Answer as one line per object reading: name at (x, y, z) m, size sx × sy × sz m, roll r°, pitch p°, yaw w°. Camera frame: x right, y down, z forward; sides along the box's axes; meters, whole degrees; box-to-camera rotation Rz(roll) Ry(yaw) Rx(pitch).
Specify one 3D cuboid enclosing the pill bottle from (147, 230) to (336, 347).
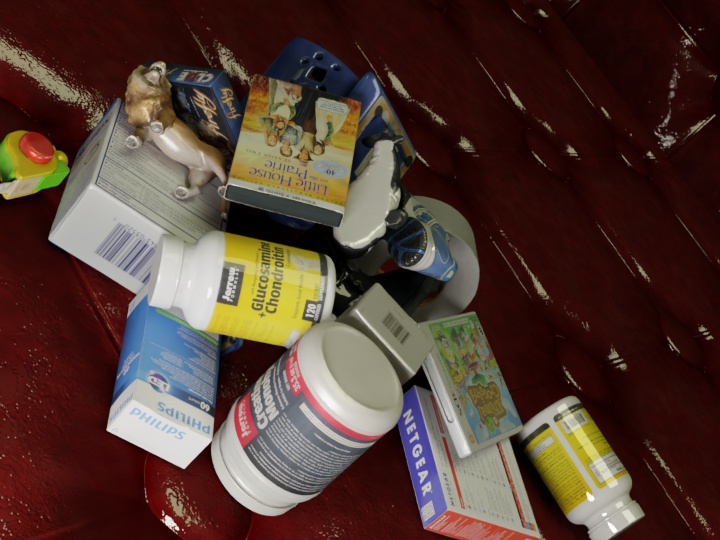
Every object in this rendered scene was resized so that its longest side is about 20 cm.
pill bottle at (-0.135, 0.019, 1.397) m, size 0.197 × 0.113 × 0.113 m, roll 12°, pitch 40°, yaw -16°

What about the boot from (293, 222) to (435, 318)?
boot at (0.000, 0.000, 1.571) m, size 0.168 × 0.076 × 0.200 m, roll 48°, pitch 36°, yaw -5°

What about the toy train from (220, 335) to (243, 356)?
toy train at (-0.155, 0.049, 1.566) m, size 0.046 × 0.034 × 0.201 m, roll 51°, pitch 26°, yaw -17°

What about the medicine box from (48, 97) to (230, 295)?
medicine box at (-0.261, -0.080, 1.509) m, size 0.181 × 0.103 × 0.201 m, roll 33°, pitch 31°, yaw -23°

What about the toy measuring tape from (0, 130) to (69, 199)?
toy measuring tape at (-0.406, -0.119, 1.402) m, size 0.074 × 0.074 × 0.199 m, roll 51°, pitch 29°, yaw 8°

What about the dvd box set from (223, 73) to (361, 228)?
dvd box set at (-0.079, -0.149, 1.507) m, size 0.144 × 0.030 × 0.202 m, roll 14°, pitch 48°, yaw -6°

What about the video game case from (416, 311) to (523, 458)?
video game case at (0.147, 0.150, 1.689) m, size 0.199 × 0.022 × 0.184 m, roll -5°, pitch 71°, yaw -62°

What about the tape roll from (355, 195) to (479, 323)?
tape roll at (0.069, -0.007, 1.755) m, size 0.199 × 0.200 × 0.067 m, roll 31°, pitch 32°, yaw -25°

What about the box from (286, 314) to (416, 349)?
box at (-0.027, 0.071, 1.634) m, size 0.200 × 0.101 × 0.113 m, roll 42°, pitch 30°, yaw -9°

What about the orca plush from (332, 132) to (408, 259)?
orca plush at (0.003, -0.083, 1.544) m, size 0.104 × 0.071 × 0.202 m, roll 7°, pitch 52°, yaw -7°

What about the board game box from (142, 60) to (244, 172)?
board game box at (-0.197, -0.174, 1.596) m, size 0.035 × 0.134 × 0.201 m, roll -53°, pitch 139°, yaw -31°

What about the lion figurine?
lion figurine at (-0.217, -0.155, 1.500) m, size 0.201 × 0.072 × 0.123 m, roll 52°, pitch 18°, yaw -19°

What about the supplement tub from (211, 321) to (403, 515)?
supplement tub at (-0.061, 0.166, 1.370) m, size 0.140 × 0.200 × 0.141 m, roll 32°, pitch 31°, yaw -23°

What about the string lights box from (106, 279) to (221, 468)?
string lights box at (-0.214, 0.110, 1.382) m, size 0.102 × 0.059 × 0.201 m, roll 32°, pitch 32°, yaw -24°

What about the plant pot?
plant pot at (-0.046, -0.169, 1.692) m, size 0.179 × 0.201 × 0.201 m, roll 24°, pitch -21°, yaw 37°

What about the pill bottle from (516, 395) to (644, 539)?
pill bottle at (0.324, 0.296, 1.812) m, size 0.112 × 0.112 × 0.201 m, roll -5°, pitch 57°, yaw -55°

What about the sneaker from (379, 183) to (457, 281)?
sneaker at (0.067, -0.045, 1.601) m, size 0.077 × 0.076 × 0.201 m, roll 31°, pitch 20°, yaw -27°

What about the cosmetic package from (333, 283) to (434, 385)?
cosmetic package at (-0.022, 0.124, 1.474) m, size 0.108 × 0.200 × 0.085 m, roll 47°, pitch 31°, yaw -3°

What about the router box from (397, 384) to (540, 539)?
router box at (0.142, 0.269, 1.668) m, size 0.178 × 0.049 × 0.202 m, roll 24°, pitch 36°, yaw -35°
